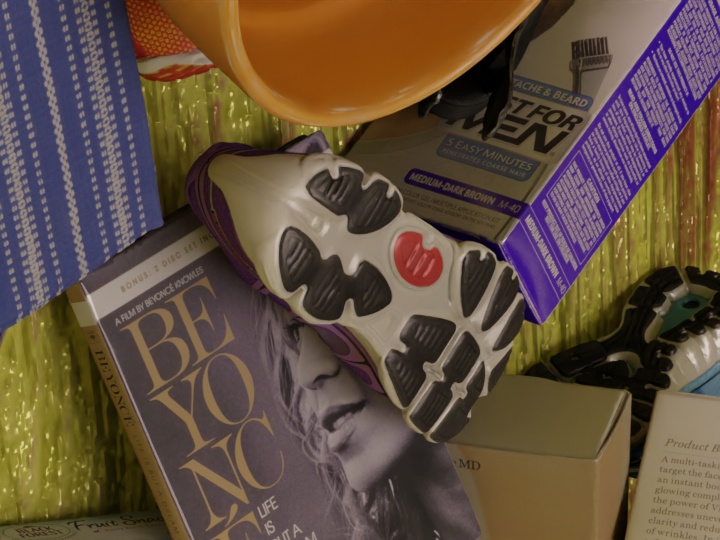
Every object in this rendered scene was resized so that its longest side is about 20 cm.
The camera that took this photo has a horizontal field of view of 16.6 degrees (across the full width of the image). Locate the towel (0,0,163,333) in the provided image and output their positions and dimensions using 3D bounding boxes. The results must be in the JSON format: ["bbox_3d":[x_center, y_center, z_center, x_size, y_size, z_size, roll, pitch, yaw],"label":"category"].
[{"bbox_3d":[-0.152,-0.029,0.832,0.200,0.024,0.146,-36,133,-35],"label":"towel"}]

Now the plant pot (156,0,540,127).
[{"bbox_3d":[-0.027,-0.184,0.881,0.200,0.183,0.201,-34,149,-24],"label":"plant pot"}]

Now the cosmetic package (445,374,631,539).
[{"bbox_3d":[0.073,0.154,1.189,0.071,0.104,0.201,-54,145,-59],"label":"cosmetic package"}]

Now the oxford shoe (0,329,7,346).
[{"bbox_3d":[-0.183,0.038,0.896,0.201,0.073,0.071,-56,138,-17],"label":"oxford shoe"}]

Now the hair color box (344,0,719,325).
[{"bbox_3d":[0.086,-0.080,1.129,0.200,0.109,0.065,-52,137,-23],"label":"hair color box"}]

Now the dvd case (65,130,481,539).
[{"bbox_3d":[-0.032,0.061,1.049,0.148,0.016,0.201,-33,107,-38],"label":"dvd case"}]

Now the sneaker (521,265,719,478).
[{"bbox_3d":[0.141,0.081,1.279,0.200,0.078,0.090,-34,131,-36],"label":"sneaker"}]

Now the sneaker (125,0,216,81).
[{"bbox_3d":[-0.027,-0.151,1.008,0.200,0.073,0.078,-39,115,-39],"label":"sneaker"}]

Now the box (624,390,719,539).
[{"bbox_3d":[0.177,0.186,1.185,0.153,0.106,0.201,77,24,-51],"label":"box"}]

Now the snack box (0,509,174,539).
[{"bbox_3d":[-0.109,0.177,1.038,0.199,0.053,0.143,-2,106,-42],"label":"snack box"}]

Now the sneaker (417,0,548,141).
[{"bbox_3d":[0.062,-0.140,1.061,0.104,0.060,0.201,115,-6,-72],"label":"sneaker"}]

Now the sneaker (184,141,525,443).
[{"bbox_3d":[0.000,0.000,1.028,0.081,0.083,0.200,-55,137,-9],"label":"sneaker"}]
